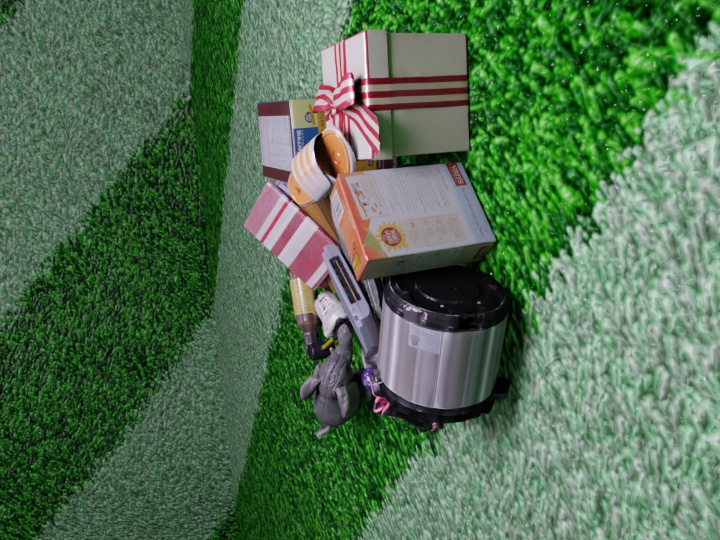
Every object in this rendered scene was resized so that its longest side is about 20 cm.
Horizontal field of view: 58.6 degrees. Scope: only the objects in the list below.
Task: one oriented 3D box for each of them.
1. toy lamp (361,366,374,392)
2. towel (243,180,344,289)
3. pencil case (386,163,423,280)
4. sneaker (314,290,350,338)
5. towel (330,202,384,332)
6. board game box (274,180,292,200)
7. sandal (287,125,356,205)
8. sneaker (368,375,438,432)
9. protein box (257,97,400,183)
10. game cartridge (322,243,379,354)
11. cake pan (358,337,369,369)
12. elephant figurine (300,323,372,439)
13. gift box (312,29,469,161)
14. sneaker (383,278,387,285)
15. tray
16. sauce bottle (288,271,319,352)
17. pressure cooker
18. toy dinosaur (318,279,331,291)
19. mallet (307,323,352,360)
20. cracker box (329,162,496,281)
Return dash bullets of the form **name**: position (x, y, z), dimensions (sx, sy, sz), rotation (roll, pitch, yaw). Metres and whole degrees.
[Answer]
- **toy lamp**: position (0.075, 0.133, 1.066), dimensions (0.200, 0.057, 0.059), rotation (-48, 52, 39)
- **towel**: position (-0.132, -0.067, 1.266), dimensions (0.200, 0.023, 0.144), rotation (43, 137, -1)
- **pencil case**: position (0.073, -0.067, 1.026), dimensions (0.088, 0.076, 0.203), rotation (-80, 1, -50)
- **sneaker**: position (-0.062, 0.085, 1.327), dimensions (0.082, 0.075, 0.200), rotation (54, 175, -3)
- **towel**: position (0.000, 0.000, 1.114), dimensions (0.201, 0.034, 0.195), rotation (-123, 16, -52)
- **board game box**: position (-0.125, -0.217, 1.343), dimensions (0.043, 0.201, 0.199), rotation (38, 162, -13)
- **sandal**: position (-0.072, -0.133, 0.938), dimensions (0.080, 0.059, 0.206), rotation (57, 149, 0)
- **sneaker**: position (0.067, 0.213, 1.050), dimensions (0.201, 0.094, 0.080), rotation (64, -179, -46)
- **protein box**: position (-0.060, -0.237, 1.138), dimensions (0.199, 0.195, 0.138), rotation (-153, 57, -62)
- **game cartridge**: position (-0.013, 0.058, 1.170), dimensions (0.135, 0.040, 0.201), rotation (76, 169, -45)
- **cake pan**: position (0.051, 0.144, 1.204), dimensions (0.200, 0.036, 0.205), rotation (172, 90, -67)
- **elephant figurine**: position (-0.055, 0.226, 1.290), dimensions (0.201, 0.139, 0.158), rotation (73, 180, -65)
- **gift box**: position (0.041, -0.229, 0.915), dimensions (0.184, 0.183, 0.205), rotation (-172, 76, -66)
- **sneaker**: position (0.024, -0.065, 1.140), dimensions (0.077, 0.074, 0.205), rotation (-142, 43, -63)
- **tray**: position (-0.066, -0.055, 1.264), dimensions (0.098, 0.037, 0.202), rotation (-16, 113, 45)
- **sauce bottle**: position (-0.136, 0.099, 1.605), dimensions (0.064, 0.063, 0.205), rotation (166, 95, -67)
- **pressure cooker**: position (0.105, 0.110, 0.883), dimensions (0.176, 0.175, 0.204), rotation (40, 133, 54)
- **toy dinosaur**: position (-0.055, -0.032, 1.344), dimensions (0.199, 0.104, 0.185), rotation (23, 134, 54)
- **mallet**: position (-0.053, 0.156, 1.473), dimensions (0.200, 0.065, 0.042), rotation (-41, 61, 47)
- **cracker box**: position (0.070, -0.070, 0.877), dimensions (0.058, 0.196, 0.136), rotation (118, 138, -56)
